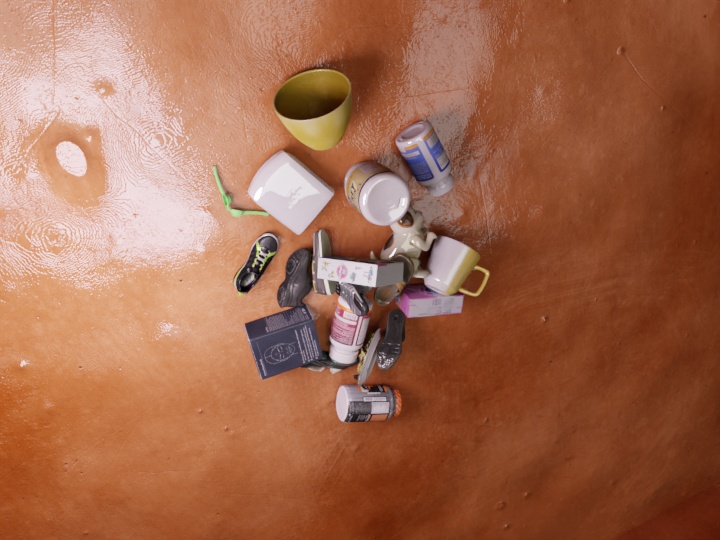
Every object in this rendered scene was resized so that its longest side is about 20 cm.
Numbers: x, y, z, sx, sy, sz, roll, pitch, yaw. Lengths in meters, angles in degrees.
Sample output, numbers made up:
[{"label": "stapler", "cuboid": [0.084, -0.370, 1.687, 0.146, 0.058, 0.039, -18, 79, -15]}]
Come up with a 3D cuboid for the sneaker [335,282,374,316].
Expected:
[{"label": "sneaker", "cuboid": [0.007, 0.060, 1.651, 0.115, 0.200, 0.075, -14, 122, -22]}]

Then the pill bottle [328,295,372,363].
[{"label": "pill bottle", "cuboid": [-0.035, 0.181, 1.735, 0.109, 0.110, 0.200, 6, 111, -22]}]

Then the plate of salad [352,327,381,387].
[{"label": "plate of salad", "cuboid": [0.021, 0.273, 1.770, 0.048, 0.200, 0.200, 20, 108, 9]}]

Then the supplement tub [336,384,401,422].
[{"label": "supplement tub", "cuboid": [0.028, 0.445, 1.867, 0.200, 0.123, 0.123, 5, 111, -22]}]

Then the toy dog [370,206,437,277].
[{"label": "toy dog", "cuboid": [0.130, -0.099, 1.672, 0.194, 0.140, 0.200, 5, 111, -2]}]

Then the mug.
[{"label": "mug", "cuboid": [0.283, 0.000, 1.707, 0.153, 0.186, 0.149, -63, 148, -6]}]

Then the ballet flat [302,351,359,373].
[{"label": "ballet flat", "cuboid": [-0.106, 0.293, 1.790, 0.200, 0.068, 0.068, 8, 121, -12]}]

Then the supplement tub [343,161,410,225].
[{"label": "supplement tub", "cuboid": [0.040, -0.219, 1.533, 0.144, 0.200, 0.145, -7, 115, -17]}]

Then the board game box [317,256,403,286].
[{"label": "board game box", "cuboid": [0.000, 0.000, 1.576, 0.147, 0.200, 0.064, -4, 98, -56]}]

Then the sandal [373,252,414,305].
[{"label": "sandal", "cuboid": [0.095, 0.037, 1.639, 0.080, 0.054, 0.200, 29, 123, -2]}]

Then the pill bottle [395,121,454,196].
[{"label": "pill bottle", "cuboid": [0.193, -0.315, 1.597, 0.112, 0.112, 0.200, -35, 120, -2]}]

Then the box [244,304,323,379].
[{"label": "box", "cuboid": [-0.231, 0.214, 1.681, 0.200, 0.107, 0.149, -17, 118, -13]}]

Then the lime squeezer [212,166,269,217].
[{"label": "lime squeezer", "cuboid": [-0.340, -0.190, 1.504, 0.071, 0.038, 0.200, -46, 119, 4]}]

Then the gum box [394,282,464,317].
[{"label": "gum box", "cuboid": [0.224, 0.090, 1.785, 0.200, 0.114, 0.066, -3, 114, -18]}]

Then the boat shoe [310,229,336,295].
[{"label": "boat shoe", "cuboid": [-0.120, -0.022, 1.638, 0.060, 0.072, 0.202, 0, 108, 22]}]

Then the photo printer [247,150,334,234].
[{"label": "photo printer", "cuboid": [-0.195, -0.217, 1.525, 0.200, 0.069, 0.166, 39, 96, -29]}]

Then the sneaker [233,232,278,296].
[{"label": "sneaker", "cuboid": [-0.289, -0.011, 1.574, 0.072, 0.083, 0.200, 27, 102, -28]}]

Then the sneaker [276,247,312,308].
[{"label": "sneaker", "cuboid": [-0.180, 0.023, 1.643, 0.091, 0.076, 0.200, 9, 119, -29]}]

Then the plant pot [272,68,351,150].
[{"label": "plant pot", "cuboid": [-0.109, -0.395, 1.427, 0.200, 0.200, 0.142, -26, 144, -7]}]

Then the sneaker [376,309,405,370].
[{"label": "sneaker", "cuboid": [0.103, 0.236, 1.784, 0.076, 0.200, 0.114, 7, 150, 12]}]
